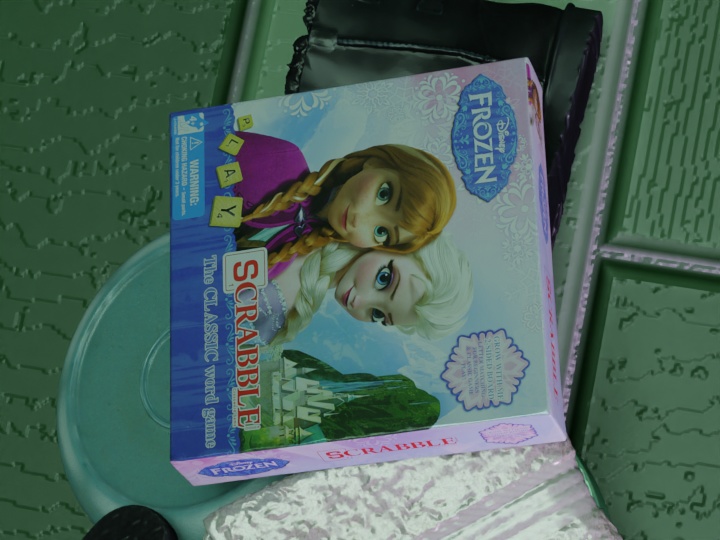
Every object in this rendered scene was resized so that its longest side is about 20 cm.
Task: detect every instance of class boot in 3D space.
[{"bbox_3d":[0.036,-0.077,1.383,0.162,0.073,0.199,12,74,13],"label":"boot"}]

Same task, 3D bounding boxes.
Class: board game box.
[{"bbox_3d":[0.000,0.000,1.303,0.198,0.041,0.201,-9,66,13],"label":"board game box"}]

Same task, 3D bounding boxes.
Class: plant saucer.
[{"bbox_3d":[-0.087,0.059,1.374,0.199,0.027,0.201,-12,65,26],"label":"plant saucer"}]

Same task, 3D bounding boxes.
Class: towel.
[{"bbox_3d":[0.027,0.145,1.293,0.199,0.034,0.133,-28,84,4],"label":"towel"}]

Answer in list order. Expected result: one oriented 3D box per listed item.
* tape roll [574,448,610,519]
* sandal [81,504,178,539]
[{"bbox_3d":[0.035,0.156,1.344,0.199,0.048,0.202,-3,76,12],"label":"tape roll"},{"bbox_3d":[-0.160,0.209,1.305,0.075,0.045,0.200,22,62,40],"label":"sandal"}]
